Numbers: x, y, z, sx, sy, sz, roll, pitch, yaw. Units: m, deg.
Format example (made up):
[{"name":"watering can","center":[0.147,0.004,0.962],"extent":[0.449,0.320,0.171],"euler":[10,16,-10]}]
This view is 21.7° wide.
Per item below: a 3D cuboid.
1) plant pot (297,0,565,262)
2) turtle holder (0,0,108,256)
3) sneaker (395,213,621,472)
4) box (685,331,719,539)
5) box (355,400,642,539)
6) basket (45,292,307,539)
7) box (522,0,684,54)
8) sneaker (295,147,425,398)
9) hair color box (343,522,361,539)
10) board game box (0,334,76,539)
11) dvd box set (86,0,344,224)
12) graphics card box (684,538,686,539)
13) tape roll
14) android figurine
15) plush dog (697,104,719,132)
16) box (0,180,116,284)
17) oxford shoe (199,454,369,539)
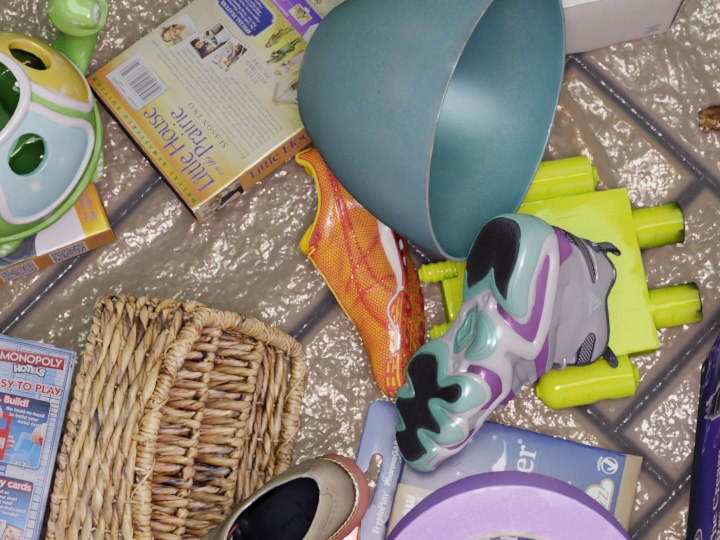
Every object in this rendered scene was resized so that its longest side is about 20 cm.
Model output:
[{"name":"plant pot","center":[0.037,-0.121,1.280],"extent":[0.135,0.200,0.200],"euler":[20,78,24]},{"name":"turtle holder","center":[-0.239,-0.105,1.301],"extent":[0.185,0.132,0.141],"euler":[-26,77,-6]},{"name":"sneaker","center":[0.117,0.062,1.295],"extent":[0.140,0.078,0.200],"euler":[12,118,-34]},{"name":"box","center":[0.272,0.123,1.258],"extent":[0.079,0.141,0.200],"euler":[10,57,3]},{"name":"box","center":[0.090,0.169,1.333],"extent":[0.200,0.032,0.121],"euler":[13,78,4]},{"name":"basket","center":[-0.122,0.123,1.285],"extent":[0.149,0.143,0.200],"euler":[10,78,3]},{"name":"box","center":[0.154,-0.272,1.389],"extent":[0.128,0.109,0.200],"euler":[-13,78,-4]},{"name":"sneaker","center":[0.000,0.000,1.359],"extent":[0.077,0.073,0.200],"euler":[-17,71,11]},{"name":"hair color box","center":[-0.034,0.248,1.265],"extent":[0.064,0.111,0.200],"euler":[5,85,0]},{"name":"board game box","center":[-0.243,0.151,1.255],"extent":[0.062,0.200,0.200],"euler":[14,78,-11]},{"name":"dvd box set","center":[-0.082,-0.146,1.386],"extent":[0.200,0.029,0.146],"euler":[-38,66,-8]},{"name":"graphics card box","center":[0.302,0.274,1.300],"extent":[0.200,0.051,0.126],"euler":[20,78,6]},{"name":"tape roll","center":[0.101,0.240,1.275],"extent":[0.200,0.066,0.201],"euler":[0,94,2]},{"name":"android figurine","center":[0.143,0.009,1.363],"extent":[0.200,0.041,0.182],"euler":[-8,79,-4]},{"name":"plush dog","center":[0.331,-0.137,1.328],"extent":[0.160,0.172,0.200],"euler":[-3,79,-1]},{"name":"box","center":[-0.293,-0.044,1.374],"extent":[0.200,0.041,0.119],"euler":[-21,79,-7]},{"name":"oxford shoe","center":[-0.084,0.188,1.185],"extent":[0.070,0.075,0.200],"euler":[45,100,19]}]
